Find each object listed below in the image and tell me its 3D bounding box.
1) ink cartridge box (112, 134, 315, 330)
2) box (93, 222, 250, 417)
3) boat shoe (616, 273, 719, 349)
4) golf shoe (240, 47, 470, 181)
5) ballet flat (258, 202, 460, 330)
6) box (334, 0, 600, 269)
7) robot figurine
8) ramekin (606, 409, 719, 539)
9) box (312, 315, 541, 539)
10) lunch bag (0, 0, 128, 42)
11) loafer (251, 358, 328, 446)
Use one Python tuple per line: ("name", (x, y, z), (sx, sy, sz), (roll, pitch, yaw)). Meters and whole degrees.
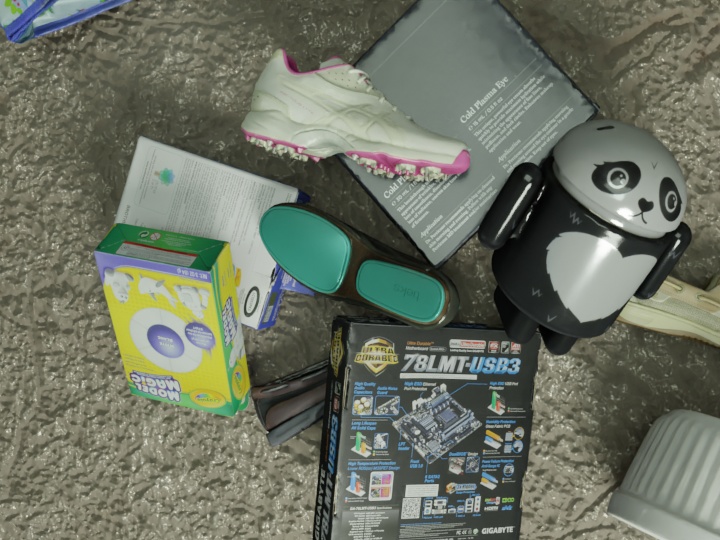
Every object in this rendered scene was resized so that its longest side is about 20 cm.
("ink cartridge box", (-0.132, -0.030, 0.851), (0.196, 0.076, 0.140), (19, 92, 8))
("box", (-0.167, 0.058, 0.814), (0.114, 0.049, 0.203), (9, 131, 15))
("boat shoe", (0.323, 0.036, 0.799), (0.195, 0.072, 0.067), (15, 92, 13))
("golf shoe", (-0.001, -0.130, 0.736), (0.195, 0.075, 0.094), (13, 88, 6))
("ballet flat", (0.000, 0.000, 0.783), (0.197, 0.068, 0.069), (28, 99, 21))
("box", (0.081, -0.136, 0.813), (0.200, 0.104, 0.183), (-42, 86, 5))
("robot figurine", (0.186, -0.025, 0.742), (0.125, 0.149, 0.202), (43, 124, 26))
("ramekin", (0.316, 0.198, 0.738), (0.197, 0.200, 0.107), (25, 82, 7))
("box", (0.062, 0.147, 0.790), (0.195, 0.049, 0.204), (3, 92, -24))
("lunch bag", (-0.284, -0.338, 0.840), (0.197, 0.127, 0.173), (-25, 89, 6))
("loafer", (-0.019, 0.091, 0.841), (0.198, 0.072, 0.064), (-35, 82, 8))
